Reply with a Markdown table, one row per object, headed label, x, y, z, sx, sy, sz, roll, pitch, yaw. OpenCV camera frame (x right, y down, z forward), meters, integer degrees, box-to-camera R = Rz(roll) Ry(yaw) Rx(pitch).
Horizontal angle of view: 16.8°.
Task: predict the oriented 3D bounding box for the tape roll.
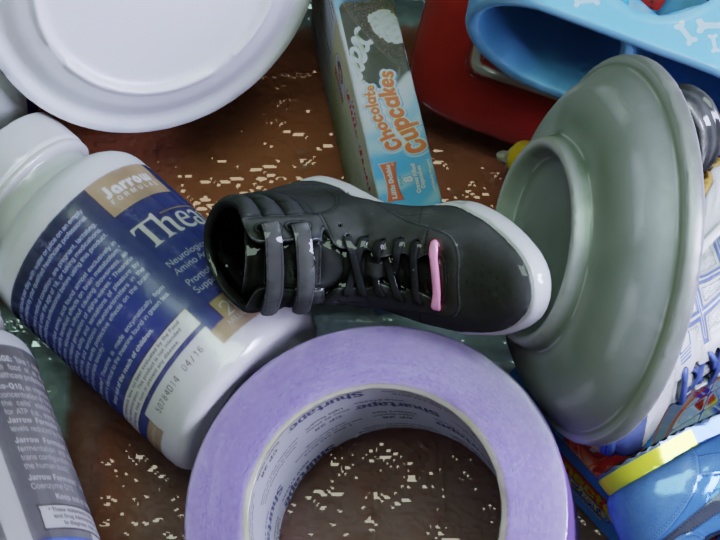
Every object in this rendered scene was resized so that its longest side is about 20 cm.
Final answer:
| label | x | y | z | sx | sy | sz | roll | pitch | yaw |
| --- | --- | --- | --- | --- | --- | --- | --- | --- | --- |
| tape roll | 0.013 | 0.135 | 1.267 | 0.198 | 0.085 | 0.201 | -3 | 72 | 9 |

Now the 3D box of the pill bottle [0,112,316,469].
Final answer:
| label | x | y | z | sx | sy | sz | roll | pitch | yaw |
| --- | --- | --- | --- | --- | --- | --- | --- | --- | --- |
| pill bottle | -0.129 | 0.006 | 1.335 | 0.200 | 0.111 | 0.111 | 41 | 70 | 17 |

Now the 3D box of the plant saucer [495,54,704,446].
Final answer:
| label | x | y | z | sx | sy | sz | roll | pitch | yaw |
| --- | --- | --- | --- | --- | --- | --- | --- | --- | --- |
| plant saucer | 0.108 | -0.012 | 1.237 | 0.050 | 0.200 | 0.201 | 6 | 62 | -20 |

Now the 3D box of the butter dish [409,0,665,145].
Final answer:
| label | x | y | z | sx | sy | sz | roll | pitch | yaw |
| --- | --- | --- | --- | --- | --- | --- | --- | --- | --- |
| butter dish | 0.152 | -0.168 | 1.418 | 0.199 | 0.148 | 0.201 | 19 | 108 | 11 |

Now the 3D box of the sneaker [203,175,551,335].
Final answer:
| label | x | y | z | sx | sy | sz | roll | pitch | yaw |
| --- | --- | --- | --- | --- | --- | --- | --- | --- | --- |
| sneaker | 0.000 | 0.000 | 1.236 | 0.099 | 0.071 | 0.199 | -16 | 23 | -41 |

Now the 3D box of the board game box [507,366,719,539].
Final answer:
| label | x | y | z | sx | sy | sz | roll | pitch | yaw |
| --- | --- | --- | --- | --- | --- | --- | --- | --- | --- |
| board game box | 0.212 | 0.080 | 1.337 | 0.200 | 0.056 | 0.196 | -38 | 70 | -18 |

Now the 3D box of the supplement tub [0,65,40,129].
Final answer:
| label | x | y | z | sx | sy | sz | roll | pitch | yaw |
| --- | --- | --- | --- | --- | --- | --- | --- | --- | --- |
| supplement tub | -0.209 | -0.167 | 1.400 | 0.145 | 0.146 | 0.200 | 41 | 70 | 17 |

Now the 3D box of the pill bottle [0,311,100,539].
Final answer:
| label | x | y | z | sx | sy | sz | roll | pitch | yaw |
| --- | --- | --- | --- | --- | --- | --- | --- | --- | --- |
| pill bottle | -0.212 | 0.101 | 1.286 | 0.113 | 0.114 | 0.201 | -19 | 65 | -10 |

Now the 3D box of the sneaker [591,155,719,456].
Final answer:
| label | x | y | z | sx | sy | sz | roll | pitch | yaw |
| --- | --- | --- | --- | --- | --- | --- | --- | --- | --- |
| sneaker | 0.192 | 0.023 | 1.292 | 0.088 | 0.075 | 0.201 | 28 | 67 | 12 |

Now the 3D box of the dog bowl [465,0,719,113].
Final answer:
| label | x | y | z | sx | sy | sz | roll | pitch | yaw |
| --- | --- | --- | --- | --- | --- | --- | --- | --- | --- |
| dog bowl | 0.146 | -0.120 | 1.291 | 0.199 | 0.112 | 0.050 | 22 | 69 | 10 |

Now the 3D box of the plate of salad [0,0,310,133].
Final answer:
| label | x | y | z | sx | sy | sz | roll | pitch | yaw |
| --- | --- | --- | --- | --- | --- | --- | --- | --- | --- |
| plate of salad | -0.118 | -0.171 | 1.333 | 0.199 | 0.201 | 0.048 | -23 | 34 | -12 |

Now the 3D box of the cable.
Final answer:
| label | x | y | z | sx | sy | sz | roll | pitch | yaw |
| --- | --- | --- | --- | --- | --- | --- | --- | --- | --- |
| cable | 0.136 | -0.039 | 1.322 | 0.050 | 0.200 | 0.098 | -20 | 90 | -22 |

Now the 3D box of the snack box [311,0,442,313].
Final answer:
| label | x | y | z | sx | sy | sz | roll | pitch | yaw |
| --- | --- | --- | --- | --- | --- | --- | --- | --- | --- |
| snack box | 0.007 | -0.091 | 1.383 | 0.037 | 0.116 | 0.201 | -9 | 65 | -7 |

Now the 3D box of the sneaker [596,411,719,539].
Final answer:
| label | x | y | z | sx | sy | sz | roll | pitch | yaw |
| --- | --- | --- | --- | --- | --- | --- | --- | --- | --- |
| sneaker | 0.221 | 0.098 | 1.267 | 0.199 | 0.066 | 0.079 | -27 | 79 | -13 |
